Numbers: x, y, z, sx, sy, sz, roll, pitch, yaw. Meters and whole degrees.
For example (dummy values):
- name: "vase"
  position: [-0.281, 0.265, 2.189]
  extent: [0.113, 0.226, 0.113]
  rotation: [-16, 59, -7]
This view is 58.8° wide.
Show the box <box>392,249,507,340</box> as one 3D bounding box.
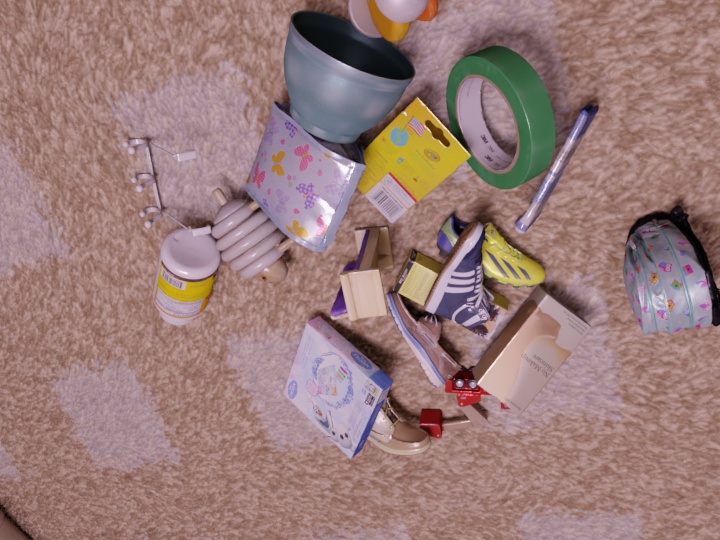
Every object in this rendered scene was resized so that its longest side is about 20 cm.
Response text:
- name: "box"
  position: [0.162, 0.043, 1.152]
  extent: [0.198, 0.050, 0.076]
  rotation: [27, 118, 1]

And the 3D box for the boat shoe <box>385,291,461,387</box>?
- name: "boat shoe"
  position: [0.118, 0.115, 1.191]
  extent: [0.072, 0.072, 0.202]
  rotation: [-31, 100, 5]

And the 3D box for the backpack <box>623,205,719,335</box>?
- name: "backpack"
  position: [0.472, 0.017, 0.980]
  extent: [0.125, 0.201, 0.169]
  rotation: [-19, 110, 21]

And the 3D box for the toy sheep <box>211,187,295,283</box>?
- name: "toy sheep"
  position: [-0.198, -0.063, 1.147]
  extent: [0.137, 0.138, 0.201]
  rotation: [-32, 96, 24]

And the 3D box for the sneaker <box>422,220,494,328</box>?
- name: "sneaker"
  position: [0.187, 0.014, 1.054]
  extent: [0.107, 0.070, 0.201]
  rotation: [27, 132, 4]

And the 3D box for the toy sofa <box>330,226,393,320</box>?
- name: "toy sofa"
  position: [0.000, 0.000, 1.086]
  extent: [0.096, 0.201, 0.084]
  rotation: [-6, 114, 10]

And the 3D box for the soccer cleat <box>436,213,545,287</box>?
- name: "soccer cleat"
  position: [0.227, -0.034, 1.092]
  extent: [0.197, 0.065, 0.085]
  rotation: [21, 118, 4]

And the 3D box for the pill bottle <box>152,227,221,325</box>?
- name: "pill bottle"
  position: [-0.332, 0.019, 1.207]
  extent: [0.108, 0.110, 0.201]
  rotation: [30, 138, -2]

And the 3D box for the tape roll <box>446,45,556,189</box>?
- name: "tape roll"
  position: [0.202, -0.222, 0.943]
  extent: [0.048, 0.200, 0.203]
  rotation: [-27, 111, -17]

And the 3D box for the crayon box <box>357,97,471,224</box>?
- name: "crayon box"
  position: [0.078, -0.181, 1.040]
  extent: [0.127, 0.051, 0.199]
  rotation: [45, 133, -9]

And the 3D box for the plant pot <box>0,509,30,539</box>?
- name: "plant pot"
  position: [-0.963, 0.749, 1.686]
  extent: [0.199, 0.202, 0.184]
  rotation: [-31, 117, 24]

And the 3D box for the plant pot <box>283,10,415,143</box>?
- name: "plant pot"
  position: [-0.033, -0.280, 0.969]
  extent: [0.198, 0.201, 0.135]
  rotation: [27, 123, 0]

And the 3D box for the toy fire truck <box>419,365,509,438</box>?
- name: "toy fire truck"
  position: [0.212, 0.258, 1.240]
  extent: [0.196, 0.049, 0.143]
  rotation: [1, 115, 12]

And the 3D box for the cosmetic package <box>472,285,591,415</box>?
- name: "cosmetic package"
  position: [0.297, 0.140, 1.123]
  extent: [0.104, 0.071, 0.201]
  rotation: [34, 102, -3]

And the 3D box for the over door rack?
- name: "over door rack"
  position: [-0.355, -0.149, 1.134]
  extent: [0.198, 0.066, 0.150]
  rotation: [19, 124, 41]

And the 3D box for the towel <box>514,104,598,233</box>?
- name: "towel"
  position: [0.298, -0.157, 0.975]
  extent: [0.024, 0.147, 0.202]
  rotation: [30, 118, 14]

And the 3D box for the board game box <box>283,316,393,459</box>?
- name: "board game box"
  position: [-0.049, 0.227, 1.239]
  extent: [0.198, 0.043, 0.202]
  rotation: [38, 127, 22]

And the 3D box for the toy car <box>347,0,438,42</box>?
- name: "toy car"
  position: [0.048, -0.441, 0.909]
  extent: [0.149, 0.175, 0.202]
  rotation: [-30, 108, -12]

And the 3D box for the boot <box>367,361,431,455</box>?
- name: "boot"
  position: [0.046, 0.265, 1.250]
  extent: [0.198, 0.072, 0.157]
  rotation: [12, 116, 34]

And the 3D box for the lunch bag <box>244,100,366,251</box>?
- name: "lunch bag"
  position: [-0.080, -0.150, 1.042]
  extent: [0.200, 0.126, 0.171]
  rotation: [46, 124, 36]
